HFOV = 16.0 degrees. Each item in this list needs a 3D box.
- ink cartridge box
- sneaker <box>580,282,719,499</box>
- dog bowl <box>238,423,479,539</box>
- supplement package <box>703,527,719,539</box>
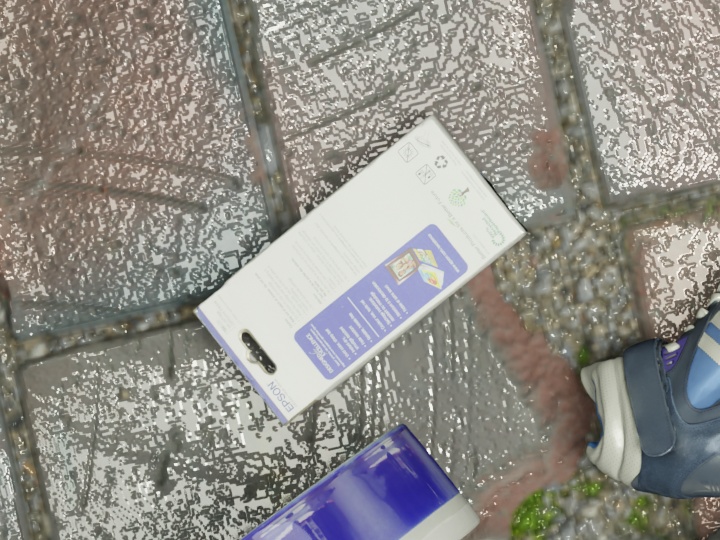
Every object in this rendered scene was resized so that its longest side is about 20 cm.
[{"bbox_3d":[0.000,0.000,1.637,0.200,0.039,0.100,-38,88,5],"label":"ink cartridge box"},{"bbox_3d":[0.208,0.045,1.595,0.146,0.081,0.200,7,69,27],"label":"sneaker"},{"bbox_3d":[-0.029,0.182,1.565,0.200,0.200,0.079,-38,85,6],"label":"dog bowl"},{"bbox_3d":[0.295,0.178,1.573,0.200,0.110,0.114,-38,88,6],"label":"supplement package"}]
